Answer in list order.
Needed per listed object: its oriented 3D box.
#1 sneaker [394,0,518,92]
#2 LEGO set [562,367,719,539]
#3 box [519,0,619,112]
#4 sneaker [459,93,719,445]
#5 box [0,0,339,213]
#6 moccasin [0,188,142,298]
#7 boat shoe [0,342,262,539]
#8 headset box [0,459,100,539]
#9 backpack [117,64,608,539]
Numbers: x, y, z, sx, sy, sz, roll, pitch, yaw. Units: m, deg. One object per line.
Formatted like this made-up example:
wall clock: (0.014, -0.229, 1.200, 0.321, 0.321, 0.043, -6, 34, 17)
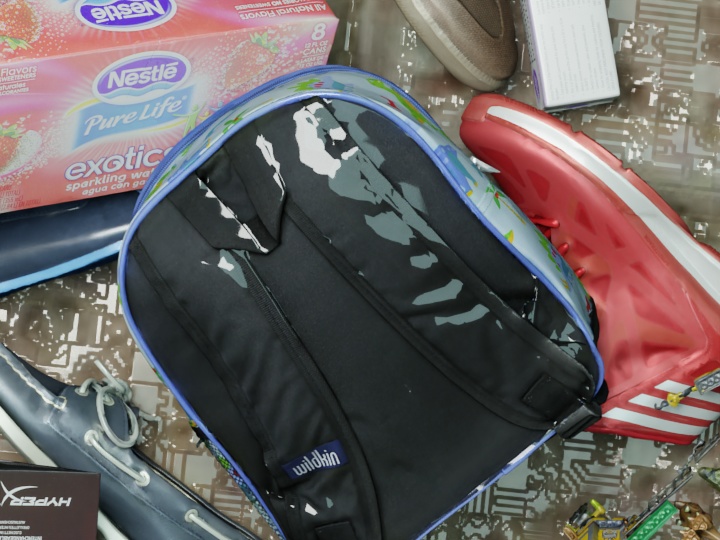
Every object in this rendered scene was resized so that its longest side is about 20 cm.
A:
sneaker: (0.040, -0.188, 1.211, 0.075, 0.070, 0.201, -27, 88, 24)
LEGO set: (0.197, 0.117, 1.207, 0.153, 0.116, 0.200, 35, 102, -2)
box: (0.093, -0.181, 1.241, 0.041, 0.039, 0.201, -10, 89, -3)
sneaker: (0.108, 0.011, 1.218, 0.200, 0.078, 0.116, 38, 85, -1)
box: (-0.125, -0.100, 1.141, 0.199, 0.095, 0.103, -10, 51, -28)
moccasin: (-0.144, -0.033, 1.200, 0.199, 0.080, 0.069, -19, 90, -5)
boat shoe: (-0.125, 0.088, 1.200, 0.062, 0.075, 0.200, -43, 93, -3)
headset box: (-0.198, 0.187, 1.150, 0.077, 0.148, 0.201, 7, 87, -41)
backpack: (-0.008, 0.011, 1.128, 0.183, 0.147, 0.200, -37, 104, 11)
